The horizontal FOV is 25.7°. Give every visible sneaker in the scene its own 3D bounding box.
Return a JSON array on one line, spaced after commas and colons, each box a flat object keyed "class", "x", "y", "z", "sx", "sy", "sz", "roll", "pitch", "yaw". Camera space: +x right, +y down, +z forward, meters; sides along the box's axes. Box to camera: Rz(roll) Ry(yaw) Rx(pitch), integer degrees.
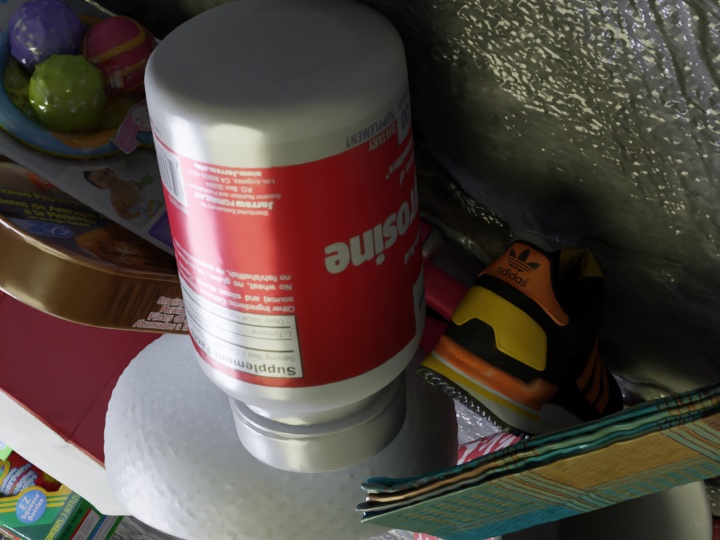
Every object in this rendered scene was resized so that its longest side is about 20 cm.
[{"class": "sneaker", "x": 0.101, "y": 0.034, "z": 0.784, "sx": 0.070, "sy": 0.091, "sz": 0.200, "roll": 32, "pitch": -172, "yaw": 25}]

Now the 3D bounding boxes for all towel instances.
[{"class": "towel", "x": 0.113, "y": 0.093, "z": 0.759, "sx": 0.199, "sy": 0.022, "sz": 0.147, "roll": -19, "pitch": 159, "yaw": 19}]

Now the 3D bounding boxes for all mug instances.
[{"class": "mug", "x": 0.126, "y": 0.167, "z": 0.964, "sx": 0.177, "sy": 0.134, "sz": 0.200, "roll": 36, "pitch": 164, "yaw": -8}]

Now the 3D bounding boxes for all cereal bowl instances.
[{"class": "cereal bowl", "x": -0.043, "y": 0.068, "z": 0.860, "sx": 0.199, "sy": 0.199, "sz": 0.084, "roll": 16, "pitch": 115, "yaw": 39}]

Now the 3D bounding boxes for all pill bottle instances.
[{"class": "pill bottle", "x": -0.028, "y": -0.012, "z": 0.709, "sx": 0.112, "sy": 0.112, "sz": 0.201, "roll": 20, "pitch": 132, "yaw": 32}]

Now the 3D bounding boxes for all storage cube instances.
[{"class": "storage cube", "x": -0.162, "y": 0.040, "z": 1.033, "sx": 0.171, "sy": 0.180, "sz": 0.200, "roll": 38, "pitch": 160, "yaw": -15}]

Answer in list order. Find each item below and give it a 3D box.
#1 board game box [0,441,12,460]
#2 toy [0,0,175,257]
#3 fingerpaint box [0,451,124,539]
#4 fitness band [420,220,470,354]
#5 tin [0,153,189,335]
[{"class": "board game box", "x": -0.298, "y": 0.040, "z": 1.271, "sx": 0.153, "sy": 0.040, "sz": 0.200, "roll": 35, "pitch": 120, "yaw": -7}, {"class": "toy", "x": -0.127, "y": -0.093, "z": 0.789, "sx": 0.199, "sy": 0.115, "sz": 0.047, "roll": 33, "pitch": 139, "yaw": 3}, {"class": "fingerpaint box", "x": -0.261, "y": 0.140, "z": 1.381, "sx": 0.166, "sy": 0.201, "sz": 0.073, "roll": 21, "pitch": 159, "yaw": 30}, {"class": "fitness band", "x": 0.000, "y": 0.000, "z": 0.910, "sx": 0.199, "sy": 0.038, "sz": 0.144, "roll": 27, "pitch": 162, "yaw": 20}, {"class": "tin", "x": -0.116, "y": -0.011, "z": 0.796, "sx": 0.199, "sy": 0.042, "sz": 0.112, "roll": 8, "pitch": -151, "yaw": -48}]
